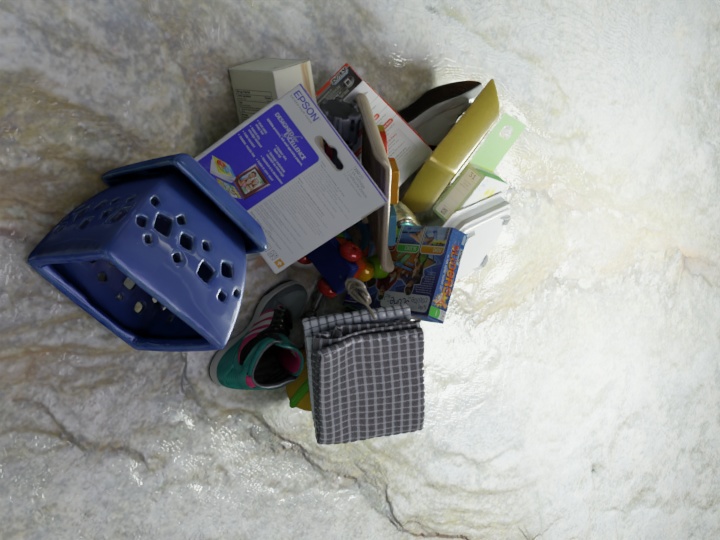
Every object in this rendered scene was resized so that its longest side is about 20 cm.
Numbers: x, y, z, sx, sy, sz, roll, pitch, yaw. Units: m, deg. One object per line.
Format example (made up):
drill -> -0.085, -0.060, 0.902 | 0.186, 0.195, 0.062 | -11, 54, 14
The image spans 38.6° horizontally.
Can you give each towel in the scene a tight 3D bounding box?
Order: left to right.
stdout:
towel -> 0.009, 0.153, 1.456 | 0.165, 0.086, 0.201 | -7, 124, -7

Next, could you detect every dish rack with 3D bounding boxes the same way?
dish rack -> 0.185, -0.041, 1.765 | 0.200, 0.043, 0.172 | -26, 147, -48

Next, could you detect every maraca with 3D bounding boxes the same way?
maraca -> -0.040, 0.139, 1.559 | 0.200, 0.107, 0.137 | -48, 176, 27

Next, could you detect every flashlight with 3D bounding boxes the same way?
flashlight -> -0.044, -0.158, 1.495 | 0.067, 0.068, 0.200 | -7, 136, -14

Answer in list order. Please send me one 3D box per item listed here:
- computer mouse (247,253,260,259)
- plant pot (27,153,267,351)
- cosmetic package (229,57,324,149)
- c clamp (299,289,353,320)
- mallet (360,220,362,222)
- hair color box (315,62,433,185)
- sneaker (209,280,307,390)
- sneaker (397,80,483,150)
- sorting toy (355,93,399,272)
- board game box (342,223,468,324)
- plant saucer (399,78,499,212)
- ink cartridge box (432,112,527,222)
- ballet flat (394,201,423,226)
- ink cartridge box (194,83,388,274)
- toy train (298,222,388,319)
computer mouse -> -0.168, -0.051, 1.460 | 0.200, 0.044, 0.110 | -19, 111, -42
plant pot -> -0.249, -0.027, 1.263 | 0.200, 0.200, 0.180 | 45, 59, -32
cosmetic package -> -0.111, -0.192, 1.444 | 0.071, 0.105, 0.201 | -26, 119, -38
c clamp -> -0.043, 0.025, 1.627 | 0.171, 0.027, 0.201 | 30, 76, -51
mallet -> 0.007, -0.044, 1.624 | 0.066, 0.041, 0.201 | -17, 108, -46
hair color box -> 0.009, -0.209, 1.565 | 0.111, 0.064, 0.200 | -43, 136, 8
sneaker -> -0.118, 0.099, 1.490 | 0.200, 0.120, 0.084 | -51, 131, -25
sneaker -> 0.127, -0.249, 1.710 | 0.200, 0.073, 0.085 | -32, 124, -24
sorting toy -> 0.027, -0.126, 1.468 | 0.036, 0.185, 0.201 | -8, 129, -5
board game box -> 0.063, 0.001, 1.522 | 0.034, 0.200, 0.136 | 22, 81, -37
plant saucer -> 0.149, -0.186, 1.663 | 0.048, 0.200, 0.200 | 38, 65, 2
ink cartridge box -> 0.217, -0.164, 1.744 | 0.200, 0.048, 0.145 | -51, 161, 14
ballet flat -> 0.078, -0.063, 1.696 | 0.071, 0.070, 0.200 | -67, 153, -11
ink cartridge box -> -0.093, -0.123, 1.383 | 0.198, 0.200, 0.043 | 53, 23, -14
toy train -> 0.000, 0.000, 1.484 | 0.115, 0.200, 0.085 | -3, 134, -47
